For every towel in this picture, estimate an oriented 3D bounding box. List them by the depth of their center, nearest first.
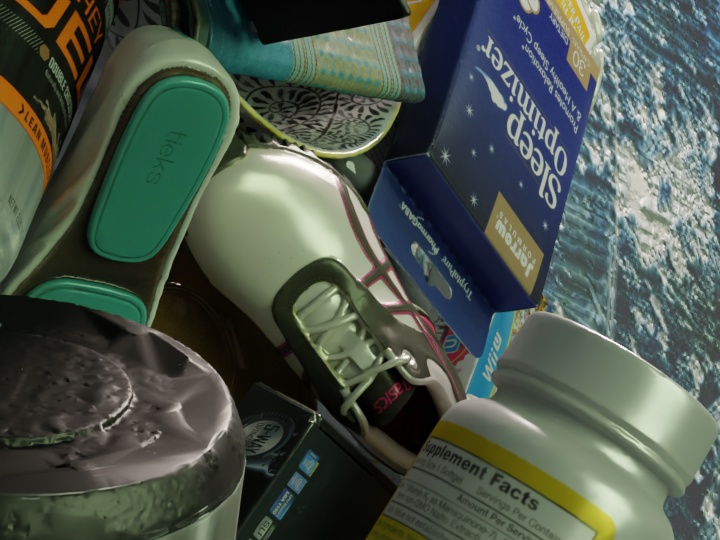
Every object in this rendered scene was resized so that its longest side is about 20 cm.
[{"bbox_3d":[-0.037,-0.150,0.889,0.200,0.022,0.148,3,72,-62],"label":"towel"}]

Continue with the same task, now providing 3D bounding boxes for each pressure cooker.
[{"bbox_3d":[-0.130,0.128,0.709,0.178,0.175,0.202,-19,125,-51],"label":"pressure cooker"}]

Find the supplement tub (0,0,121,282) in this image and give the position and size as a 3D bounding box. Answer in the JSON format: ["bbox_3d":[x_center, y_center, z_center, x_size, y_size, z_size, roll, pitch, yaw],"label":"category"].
[{"bbox_3d":[-0.163,-0.095,0.781,0.123,0.122,0.201,48,46,-40],"label":"supplement tub"}]

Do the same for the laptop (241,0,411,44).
[{"bbox_3d":[-0.028,-0.193,0.796,0.178,0.103,0.200,66,28,-14],"label":"laptop"}]

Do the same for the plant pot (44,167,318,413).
[{"bbox_3d":[-0.087,0.040,0.908,0.199,0.027,0.202,25,54,-39],"label":"plant pot"}]

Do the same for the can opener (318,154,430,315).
[{"bbox_3d":[0.000,0.000,1.031,0.200,0.066,0.053,53,42,-60],"label":"can opener"}]

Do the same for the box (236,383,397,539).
[{"bbox_3d":[-0.047,0.174,0.874,0.201,0.043,0.160,-55,135,-12],"label":"box"}]

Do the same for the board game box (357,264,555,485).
[{"bbox_3d":[0.090,0.112,1.167,0.200,0.064,0.148,54,42,-32],"label":"board game box"}]

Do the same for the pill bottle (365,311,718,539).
[{"bbox_3d":[0.059,0.126,0.832,0.114,0.114,0.201,42,77,-43],"label":"pill bottle"}]

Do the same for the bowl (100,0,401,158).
[{"bbox_3d":[-0.071,-0.135,0.945,0.200,0.094,0.202,33,47,-45],"label":"bowl"}]

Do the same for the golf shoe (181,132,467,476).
[{"bbox_3d":[-0.006,0.020,0.890,0.200,0.077,0.088,49,3,-34],"label":"golf shoe"}]

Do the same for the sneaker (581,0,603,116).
[{"bbox_3d":[0.084,-0.176,1.237,0.083,0.080,0.202,-22,94,-39],"label":"sneaker"}]

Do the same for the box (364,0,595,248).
[{"bbox_3d":[0.041,-0.115,1.111,0.113,0.101,0.200,63,37,-25],"label":"box"}]

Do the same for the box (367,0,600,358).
[{"bbox_3d":[0.067,-0.068,1.020,0.121,0.032,0.201,51,45,-38],"label":"box"}]

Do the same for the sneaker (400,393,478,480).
[{"bbox_3d":[0.091,0.157,1.052,0.078,0.089,0.200,-39,123,-3],"label":"sneaker"}]

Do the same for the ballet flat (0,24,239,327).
[{"bbox_3d":[-0.109,-0.011,0.803,0.069,0.201,0.070,26,22,-11],"label":"ballet flat"}]
